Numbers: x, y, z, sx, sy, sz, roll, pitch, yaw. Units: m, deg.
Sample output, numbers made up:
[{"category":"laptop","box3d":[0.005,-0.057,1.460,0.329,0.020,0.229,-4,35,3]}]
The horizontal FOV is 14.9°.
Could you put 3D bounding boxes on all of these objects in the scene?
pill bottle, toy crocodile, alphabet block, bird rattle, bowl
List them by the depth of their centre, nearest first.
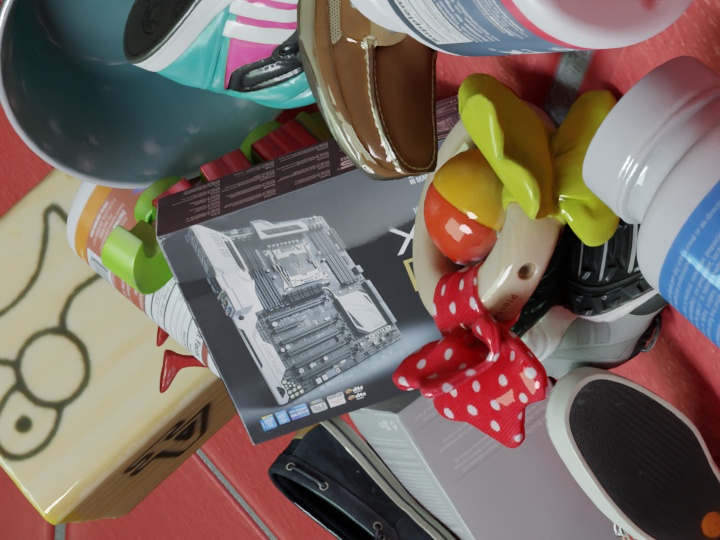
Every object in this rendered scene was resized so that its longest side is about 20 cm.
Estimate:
[{"category":"pill bottle","box3d":[0.200,-0.008,1.287,0.200,0.112,0.112,43,157,23]},{"category":"pill bottle","box3d":[0.070,-0.162,1.316,0.120,0.119,0.200,60,159,-16]},{"category":"bird rattle","box3d":[0.077,-0.016,1.489,0.163,0.112,0.201,-118,40,-58]},{"category":"toy crocodile","box3d":[-0.072,-0.048,1.677,0.068,0.200,0.062,48,158,30]},{"category":"bowl","box3d":[-0.139,-0.162,1.696,0.105,0.200,0.201,-122,10,-53]},{"category":"pill bottle","box3d":[-0.082,0.001,1.753,0.200,0.112,0.112,39,155,19]},{"category":"alphabet block","box3d":[-0.180,0.044,1.963,0.195,0.200,0.196,50,-173,11]}]

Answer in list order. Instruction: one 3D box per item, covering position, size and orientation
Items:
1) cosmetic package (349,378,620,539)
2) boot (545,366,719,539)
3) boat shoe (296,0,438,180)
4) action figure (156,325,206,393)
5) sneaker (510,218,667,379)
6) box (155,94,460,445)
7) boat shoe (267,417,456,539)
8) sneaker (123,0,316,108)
[{"category":"cosmetic package","box3d":[0.094,0.142,1.753,0.200,0.107,0.090,61,159,-13]},{"category":"boot","box3d":[0.160,0.129,1.604,0.200,0.072,0.144,43,166,-19]},{"category":"boat shoe","box3d":[0.011,-0.149,1.453,0.074,0.076,0.201,-14,87,38]},{"category":"action figure","box3d":[-0.035,0.060,1.821,0.066,0.199,0.052,-99,17,-47]},{"category":"sneaker","box3d":[0.140,0.012,1.525,0.079,0.074,0.200,19,157,-19]},{"category":"box","box3d":[0.000,0.000,1.618,0.050,0.199,0.158,-95,-15,-58]},{"category":"boat shoe","box3d":[0.017,0.176,1.741,0.200,0.062,0.075,47,159,19]},{"category":"sneaker","box3d":[-0.034,-0.160,1.599,0.120,0.084,0.200,23,139,-34]}]
